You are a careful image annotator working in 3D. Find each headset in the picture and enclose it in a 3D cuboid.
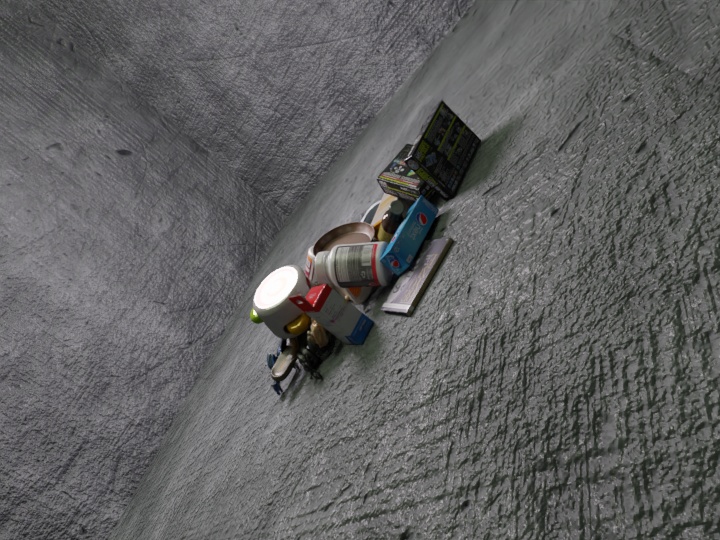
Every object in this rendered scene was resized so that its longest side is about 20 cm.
[{"bbox_3d":[-0.120,0.229,1.465,0.125,0.093,0.200,-55,0,18],"label":"headset"}]

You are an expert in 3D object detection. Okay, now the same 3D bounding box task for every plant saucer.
[{"bbox_3d":[-0.046,-0.074,1.551,0.192,0.035,0.203,-15,32,9],"label":"plant saucer"}]

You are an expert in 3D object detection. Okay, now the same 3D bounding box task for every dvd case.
[{"bbox_3d":[0.129,0.013,1.239,0.204,0.016,0.148,-59,17,-12],"label":"dvd case"}]

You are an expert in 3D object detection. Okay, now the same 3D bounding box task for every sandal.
[{"bbox_3d":[-0.207,0.220,1.534,0.080,0.055,0.204,15,66,43],"label":"sandal"}]

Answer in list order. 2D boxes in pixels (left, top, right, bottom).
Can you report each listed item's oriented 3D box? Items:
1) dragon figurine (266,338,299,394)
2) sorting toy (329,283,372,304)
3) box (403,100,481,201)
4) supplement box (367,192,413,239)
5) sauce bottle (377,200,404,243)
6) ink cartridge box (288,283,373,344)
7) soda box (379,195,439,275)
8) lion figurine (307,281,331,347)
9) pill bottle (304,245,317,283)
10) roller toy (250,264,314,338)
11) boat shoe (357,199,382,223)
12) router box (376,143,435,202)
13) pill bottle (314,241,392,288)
[{"bbox_3d":[-0.246,0.268,1.588,0.097,0.208,0.058,-17,4,-28],"label":"dragon figurine"},{"bbox_3d":[0.000,0.000,1.545,0.178,0.109,0.199,-38,12,-15],"label":"sorting toy"},{"bbox_3d":[0.218,-0.314,1.387,0.044,0.158,0.204,-21,37,61],"label":"box"},{"bbox_3d":[0.110,-0.193,1.607,0.125,0.073,0.204,-31,29,52],"label":"supplement box"},{"bbox_3d":[0.085,-0.124,1.440,0.066,0.063,0.201,-58,-7,-19],"label":"sauce bottle"},{"bbox_3d":[-0.076,0.100,1.320,0.068,0.198,0.115,-56,17,-19],"label":"ink cartridge box"},{"bbox_3d":[0.125,-0.090,1.330,0.203,0.063,0.068,-58,7,-33],"label":"soda box"},{"bbox_3d":[-0.098,0.110,1.447,0.070,0.126,0.201,-16,20,25],"label":"lion figurine"},{"bbox_3d":[-0.126,0.035,1.650,0.111,0.105,0.207,-87,9,-64],"label":"pill bottle"},{"bbox_3d":[-0.204,0.094,1.523,0.194,0.141,0.186,-3,46,38],"label":"roller toy"},{"bbox_3d":[0.040,-0.188,1.803,0.200,0.070,0.093,-45,22,37],"label":"boat shoe"},{"bbox_3d":[0.158,-0.276,1.504,0.150,0.063,0.198,-47,37,-12],"label":"router box"},{"bbox_3d":[-0.019,-0.013,1.387,0.192,0.113,0.113,-3,39,21],"label":"pill bottle"}]
